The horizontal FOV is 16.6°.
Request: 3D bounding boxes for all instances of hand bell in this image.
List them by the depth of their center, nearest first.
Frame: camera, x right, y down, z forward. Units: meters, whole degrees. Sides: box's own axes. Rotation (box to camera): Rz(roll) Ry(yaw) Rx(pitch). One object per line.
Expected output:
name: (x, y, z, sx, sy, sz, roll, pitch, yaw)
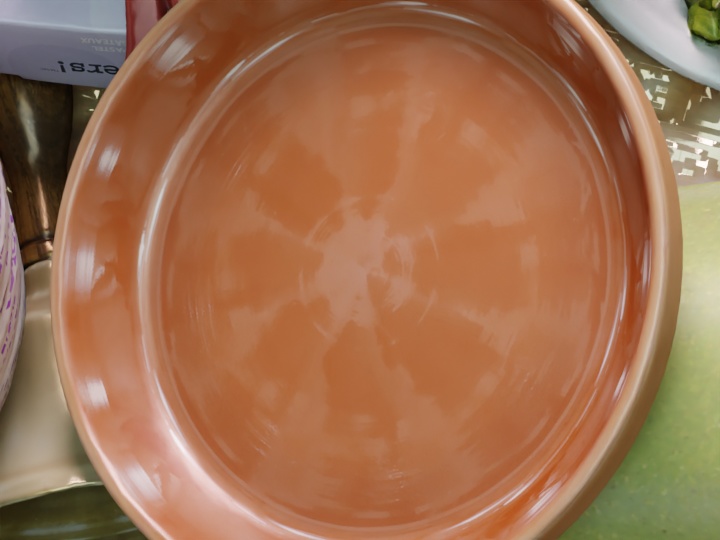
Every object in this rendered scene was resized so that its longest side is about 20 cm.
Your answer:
hand bell: (-0.104, -0.011, 0.830, 0.104, 0.104, 0.201, -11, 72, 4)

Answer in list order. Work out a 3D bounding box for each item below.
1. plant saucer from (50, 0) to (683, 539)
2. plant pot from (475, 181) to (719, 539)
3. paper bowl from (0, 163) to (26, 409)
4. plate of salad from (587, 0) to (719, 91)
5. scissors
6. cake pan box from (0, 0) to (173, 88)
plant saucer: (0.000, 0.000, 0.722, 0.199, 0.032, 0.202, -5, 80, 26)
plant pot: (0.137, 0.046, 0.753, 0.183, 0.200, 0.202, 0, 85, 15)
paper bowl: (-0.202, 0.013, 0.756, 0.199, 0.105, 0.202, 0, 57, 1)
plate of salad: (0.153, -0.156, 0.829, 0.199, 0.048, 0.201, 0, 85, 6)
scissors: (-0.058, -0.101, 0.772, 0.073, 0.014, 0.201, -3, 94, 7)
cake pan box: (-0.078, -0.154, 0.830, 0.199, 0.052, 0.185, 7, 75, 4)
